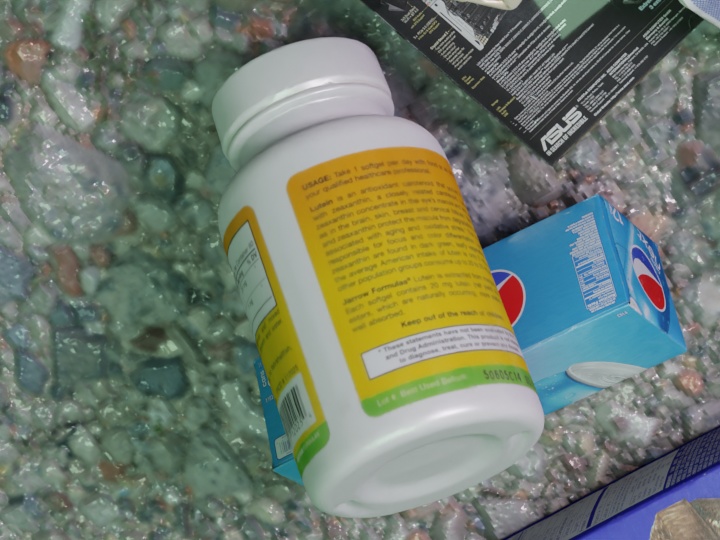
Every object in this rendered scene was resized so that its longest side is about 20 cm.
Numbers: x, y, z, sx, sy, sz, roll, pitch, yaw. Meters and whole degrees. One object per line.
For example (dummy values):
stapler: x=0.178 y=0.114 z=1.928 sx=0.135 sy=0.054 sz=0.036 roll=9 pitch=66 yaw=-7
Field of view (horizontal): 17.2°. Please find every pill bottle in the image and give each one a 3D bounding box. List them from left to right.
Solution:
pill bottle: x=0.000 y=0.000 z=1.078 sx=0.111 sy=0.111 sz=0.200 roll=-29 pitch=66 yaw=23

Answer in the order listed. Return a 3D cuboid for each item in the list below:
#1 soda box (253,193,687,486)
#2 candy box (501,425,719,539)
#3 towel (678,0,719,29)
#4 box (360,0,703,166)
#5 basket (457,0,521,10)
soda box: x=0.051 y=0.041 z=1.151 sx=0.200 sy=0.064 sz=0.068 roll=-26 pitch=147 yaw=22
candy box: x=0.171 y=0.183 z=1.191 sx=0.200 sy=0.077 sz=0.169 roll=-31 pitch=94 yaw=24
towel: x=0.236 y=-0.153 z=0.998 sx=0.200 sy=0.147 sz=0.024 roll=-31 pitch=69 yaw=24
box: x=0.095 y=-0.167 z=1.055 sx=0.158 sy=0.050 sz=0.200 roll=40 pitch=117 yaw=-10
basket: x=-0.008 y=-0.195 z=0.926 sx=0.199 sy=0.136 sz=0.124 roll=9 pitch=126 yaw=-21
